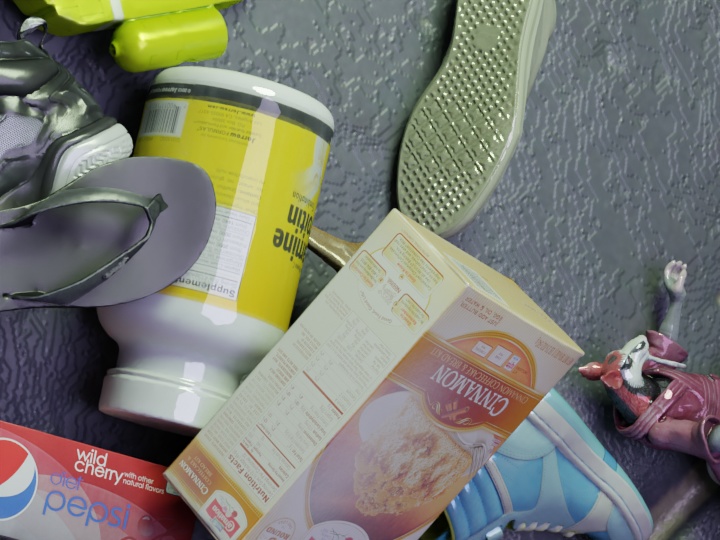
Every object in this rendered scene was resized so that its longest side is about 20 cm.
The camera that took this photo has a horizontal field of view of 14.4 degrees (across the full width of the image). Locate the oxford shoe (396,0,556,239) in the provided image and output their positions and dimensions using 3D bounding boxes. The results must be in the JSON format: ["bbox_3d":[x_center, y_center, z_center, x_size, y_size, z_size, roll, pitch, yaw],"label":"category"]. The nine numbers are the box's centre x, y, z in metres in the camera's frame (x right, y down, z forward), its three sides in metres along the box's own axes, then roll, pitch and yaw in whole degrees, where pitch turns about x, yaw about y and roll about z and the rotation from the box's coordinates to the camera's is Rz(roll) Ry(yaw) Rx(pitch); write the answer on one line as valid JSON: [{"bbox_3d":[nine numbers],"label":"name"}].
[{"bbox_3d":[0.077,-0.111,1.777,0.058,0.075,0.201,39,66,-67],"label":"oxford shoe"}]

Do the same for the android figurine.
[{"bbox_3d":[-0.136,-0.204,1.632,0.199,0.041,0.183,-11,87,-35],"label":"android figurine"}]

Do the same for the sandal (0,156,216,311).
[{"bbox_3d":[-0.162,-0.011,1.522,0.199,0.043,0.076,-17,92,-27],"label":"sandal"}]

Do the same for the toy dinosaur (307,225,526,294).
[{"bbox_3d":[0.000,0.000,1.694,0.199,0.061,0.106,26,30,-10],"label":"toy dinosaur"}]

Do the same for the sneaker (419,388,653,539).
[{"bbox_3d":[0.096,0.146,1.790,0.131,0.080,0.200,-43,131,-3],"label":"sneaker"}]

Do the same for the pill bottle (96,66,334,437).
[{"bbox_3d":[-0.088,-0.008,1.631,0.112,0.112,0.201,18,80,-33],"label":"pill bottle"}]

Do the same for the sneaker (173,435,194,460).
[{"bbox_3d":[-0.018,0.095,1.705,0.200,0.076,0.088,-31,112,-31],"label":"sneaker"}]

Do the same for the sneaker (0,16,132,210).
[{"bbox_3d":[-0.231,-0.059,1.562,0.200,0.075,0.114,-34,97,-23],"label":"sneaker"}]

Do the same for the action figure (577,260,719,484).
[{"bbox_3d":[0.226,0.095,1.877,0.199,0.134,0.149,15,124,-21],"label":"action figure"}]

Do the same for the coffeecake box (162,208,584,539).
[{"bbox_3d":[0.009,0.081,1.610,0.200,0.073,0.153,-49,148,8],"label":"coffeecake box"}]

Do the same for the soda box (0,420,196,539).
[{"bbox_3d":[-0.190,0.121,1.586,0.199,0.070,0.064,20,79,-34],"label":"soda box"}]
